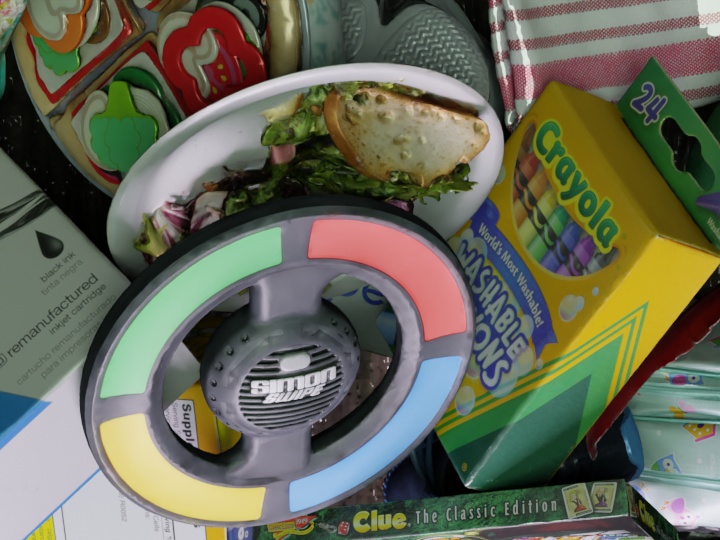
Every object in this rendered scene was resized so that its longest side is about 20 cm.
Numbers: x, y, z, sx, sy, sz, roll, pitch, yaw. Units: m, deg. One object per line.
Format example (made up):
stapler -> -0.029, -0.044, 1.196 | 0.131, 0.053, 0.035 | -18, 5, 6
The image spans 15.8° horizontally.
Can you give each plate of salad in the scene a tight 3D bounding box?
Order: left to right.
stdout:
plate of salad -> -0.023, -0.029, 1.253 | 0.199, 0.048, 0.200 | -13, 149, -8

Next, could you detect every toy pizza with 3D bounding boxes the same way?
toy pizza -> -0.108, -0.120, 1.280 | 0.199, 0.032, 0.201 | 13, 113, 34

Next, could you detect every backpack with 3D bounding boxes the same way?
backpack -> 0.208, 0.083, 1.402 | 0.199, 0.167, 0.127 | 3, 101, 18

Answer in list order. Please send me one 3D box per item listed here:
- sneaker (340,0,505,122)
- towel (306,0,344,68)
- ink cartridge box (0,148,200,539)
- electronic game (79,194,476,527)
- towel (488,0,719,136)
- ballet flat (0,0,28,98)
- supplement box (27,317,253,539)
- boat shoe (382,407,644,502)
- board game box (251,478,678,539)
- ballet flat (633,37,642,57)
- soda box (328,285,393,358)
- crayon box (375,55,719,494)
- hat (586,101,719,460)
sneaker -> 0.013, -0.138, 1.368 | 0.075, 0.115, 0.200 | -33, 70, 6
towel -> -0.095, -0.142, 1.322 | 0.199, 0.048, 0.172 | 6, 111, 36
ink cartridge box -> -0.200, 0.024, 1.301 | 0.146, 0.200, 0.084 | -44, 147, -6
electronic game -> -0.038, 0.047, 1.243 | 0.199, 0.042, 0.201 | -13, 132, -15
towel -> 0.127, -0.176, 1.331 | 0.146, 0.030, 0.201 | -12, 99, -26
ballet flat -> -0.207, -0.133, 1.312 | 0.064, 0.200, 0.076 | -11, 73, -18
supplement box -> -0.140, 0.088, 1.385 | 0.199, 0.109, 0.109 | 3, 109, 21
boat shoe -> 0.065, 0.104, 1.392 | 0.068, 0.200, 0.085 | -15, 79, -37
board game box -> 0.055, 0.138, 1.331 | 0.199, 0.105, 0.024 | -7, 71, 19
ballet flat -> 0.121, -0.133, 1.372 | 0.062, 0.067, 0.201 | -21, 107, 2
soda box -> 0.000, 0.000, 1.413 | 0.199, 0.063, 0.069 | 16, 108, -5
crayon box -> 0.099, -0.001, 1.293 | 0.051, 0.126, 0.200 | 17, 120, -38
hat -> 0.186, -0.032, 1.362 | 0.176, 0.200, 0.166 | -31, 84, 26
